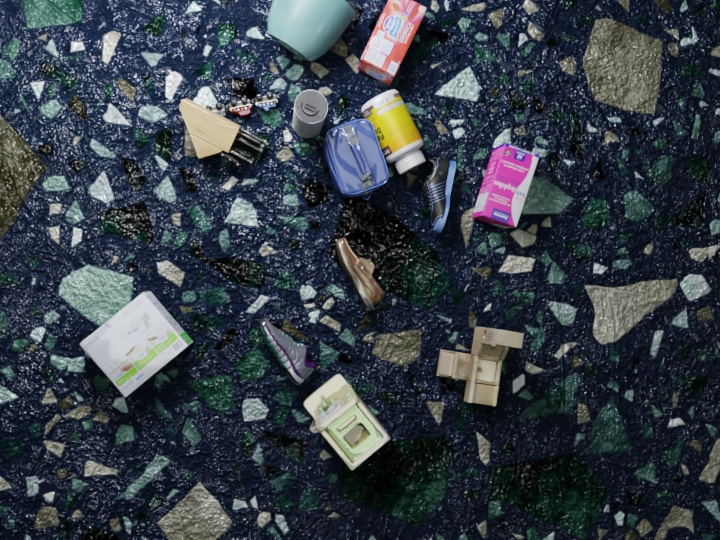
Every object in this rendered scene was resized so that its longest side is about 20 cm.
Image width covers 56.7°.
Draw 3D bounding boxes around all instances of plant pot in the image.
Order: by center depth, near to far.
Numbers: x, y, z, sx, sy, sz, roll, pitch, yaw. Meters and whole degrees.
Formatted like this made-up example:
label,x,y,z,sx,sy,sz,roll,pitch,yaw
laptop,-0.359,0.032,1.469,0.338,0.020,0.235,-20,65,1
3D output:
label,x,y,z,sx,sy,sz,roll,pitch,yaw
plant pot,-0.137,-0.623,1.660,0.200,0.201,0.161,32,98,-6

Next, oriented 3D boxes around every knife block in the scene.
label,x,y,z,sx,sy,sz,roll,pitch,yaw
knife block,-0.340,-0.356,1.681,0.175,0.064,0.200,-18,107,0

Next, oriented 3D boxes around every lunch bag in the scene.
label,x,y,z,sx,sy,sz,roll,pitch,yaw
lunch bag,-0.013,-0.276,1.701,0.136,0.132,0.200,-21,92,-5

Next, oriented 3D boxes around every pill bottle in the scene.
label,x,y,z,sx,sy,sz,roll,pitch,yaw
pill bottle,0.090,-0.354,1.723,0.109,0.109,0.200,-28,93,-5

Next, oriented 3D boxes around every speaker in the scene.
label,x,y,z,sx,sy,sz,roll,pitch,yaw
speaker,-0.127,-0.384,1.653,0.081,0.200,0.081,0,91,-6

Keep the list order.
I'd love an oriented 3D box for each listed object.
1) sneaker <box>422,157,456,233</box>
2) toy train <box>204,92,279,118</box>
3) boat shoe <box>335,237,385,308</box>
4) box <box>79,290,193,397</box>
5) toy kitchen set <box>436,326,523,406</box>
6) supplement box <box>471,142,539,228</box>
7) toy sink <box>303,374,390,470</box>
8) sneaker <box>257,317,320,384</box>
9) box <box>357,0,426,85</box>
label,x,y,z,sx,sy,sz,roll,pitch,yaw
sneaker,0.197,-0.200,1.761,0.078,0.070,0.201,10,84,-2
toy train,-0.304,-0.419,1.718,0.199,0.034,0.046,-13,96,-5
boat shoe,0.000,0.000,1.740,0.072,0.076,0.200,-29,103,-9
box,-0.557,0.181,1.666,0.200,0.097,0.177,-41,94,-4
toy kitchen set,0.299,0.244,1.715,0.163,0.180,0.201,9,85,-5
supplement box,0.381,-0.221,1.760,0.101,0.103,0.201,18,90,-7
toy sink,-0.039,0.386,1.715,0.130,0.112,0.200,-38,94,-5
sneaker,-0.186,0.194,1.728,0.087,0.074,0.200,-35,104,-18
box,0.080,-0.599,1.726,0.100,0.095,0.200,25,88,-6
